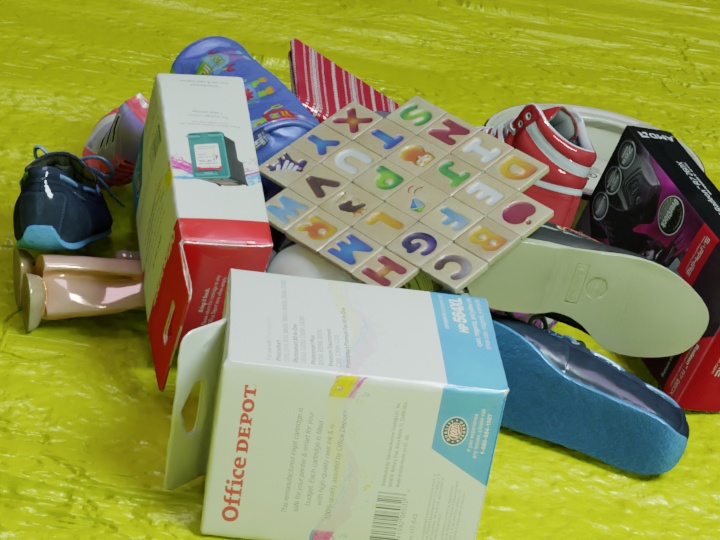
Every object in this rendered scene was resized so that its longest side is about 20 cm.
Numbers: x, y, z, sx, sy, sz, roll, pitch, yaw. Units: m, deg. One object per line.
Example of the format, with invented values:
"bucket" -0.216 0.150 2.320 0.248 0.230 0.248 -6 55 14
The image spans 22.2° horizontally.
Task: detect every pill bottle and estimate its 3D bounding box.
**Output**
"pill bottle" 0.000 0.000 1.315 0.115 0.117 0.201 18 48 15

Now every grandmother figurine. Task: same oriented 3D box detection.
"grandmother figurine" -0.150 0.011 1.353 0.198 0.061 0.122 -4 39 -20

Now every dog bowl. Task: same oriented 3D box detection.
"dog bowl" 0.199 -0.075 1.619 0.198 0.074 0.201 8 27 -4

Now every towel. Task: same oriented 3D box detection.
"towel" 0.019 -0.121 1.609 0.199 0.023 0.145 31 21 -19

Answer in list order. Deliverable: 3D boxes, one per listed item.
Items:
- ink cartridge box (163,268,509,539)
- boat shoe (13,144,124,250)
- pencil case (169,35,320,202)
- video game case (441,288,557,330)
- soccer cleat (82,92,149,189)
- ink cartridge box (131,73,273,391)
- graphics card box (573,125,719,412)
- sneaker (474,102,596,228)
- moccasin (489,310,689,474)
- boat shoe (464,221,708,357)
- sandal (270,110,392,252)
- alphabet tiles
"ink cartridge box" -0.021 0.088 1.165 0.198 0.130 0.126 8 27 -6
"boat shoe" -0.220 -0.058 1.396 0.083 0.069 0.200 1 7 -9
"pencil case" -0.091 -0.115 1.439 0.086 0.079 0.200 -25 34 -12
"video game case" 0.071 0.006 1.459 0.180 0.036 0.200 22 29 20
"soccer cleat" -0.184 -0.093 1.458 0.067 0.077 0.200 39 -5 -15
"ink cartridge box" -0.111 -0.026 1.281 0.067 0.117 0.201 2 50 -17
"graphics card box" 0.238 -0.004 1.400 0.050 0.126 0.201 5 36 -28
"sneaker" 0.109 -0.106 1.506 0.200 0.113 0.071 35 21 31
"moccasin" 0.138 0.084 1.305 0.199 0.081 0.068 31 26 10
"boat shoe" 0.156 0.007 1.300 0.200 0.074 0.063 16 22 -21
"sandal" -0.035 -0.065 1.453 0.076 0.043 0.200 45 66 4
"alphabet tiles" 0.029 -0.055 1.279 0.166 0.006 0.199 -36 49 -28
